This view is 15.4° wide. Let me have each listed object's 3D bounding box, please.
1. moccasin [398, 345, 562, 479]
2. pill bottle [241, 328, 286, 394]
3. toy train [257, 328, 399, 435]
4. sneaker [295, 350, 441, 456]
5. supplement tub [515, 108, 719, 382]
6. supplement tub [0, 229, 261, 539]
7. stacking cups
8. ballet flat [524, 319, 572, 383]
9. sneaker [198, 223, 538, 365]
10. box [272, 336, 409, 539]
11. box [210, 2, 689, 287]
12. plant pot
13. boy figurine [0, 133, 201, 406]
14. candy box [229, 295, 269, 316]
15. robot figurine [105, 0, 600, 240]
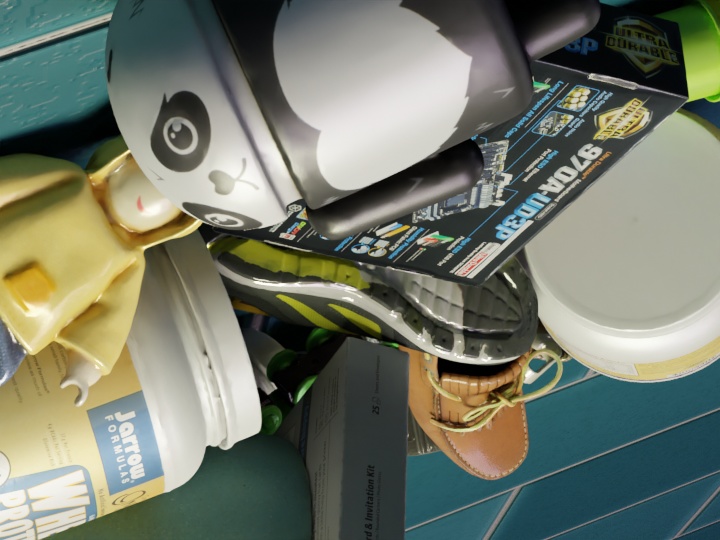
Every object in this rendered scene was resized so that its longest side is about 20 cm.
[{"bbox_3d":[0.067,0.047,1.523,0.073,0.078,0.202,-29,133,-23],"label":"moccasin"},{"bbox_3d":[-0.121,0.119,1.589,0.200,0.109,0.109,-37,172,-31],"label":"pill bottle"},{"bbox_3d":[-0.020,0.065,1.553,0.200,0.042,0.057,-33,138,-19],"label":"toy train"},{"bbox_3d":[0.015,0.066,1.685,0.200,0.076,0.115,-3,-167,34],"label":"sneaker"},{"bbox_3d":[0.159,-0.016,1.507,0.145,0.146,0.200,-25,170,4],"label":"supplement tub"},{"bbox_3d":[-0.163,0.058,1.320,0.199,0.145,0.145,-20,164,-12],"label":"supplement tub"},{"bbox_3d":[0.126,-0.103,1.392,0.199,0.061,0.061,-15,163,-13],"label":"stacking cups"},{"bbox_3d":[0.092,0.039,1.743,0.068,0.076,0.200,-31,162,27],"label":"ballet flat"},{"bbox_3d":[0.000,0.000,1.427,0.199,0.075,0.085,20,165,-14],"label":"sneaker"},{"bbox_3d":[-0.032,0.153,1.434,0.041,0.156,0.200,15,143,-17],"label":"box"},{"bbox_3d":[0.038,-0.068,1.287,0.158,0.046,0.200,11,147,-26],"label":"box"},{"bbox_3d":[-0.126,0.172,1.414,0.134,0.201,0.200,15,149,-18],"label":"plant pot"},{"bbox_3d":[-0.147,0.002,1.224,0.200,0.125,0.064,-33,-165,-11],"label":"boy figurine"},{"bbox_3d":[-0.003,-0.002,1.571,0.102,0.026,0.200,-33,162,18],"label":"candy box"},{"bbox_3d":[-0.006,-0.096,1.083,0.199,0.151,0.125,-24,177,1],"label":"robot figurine"}]
